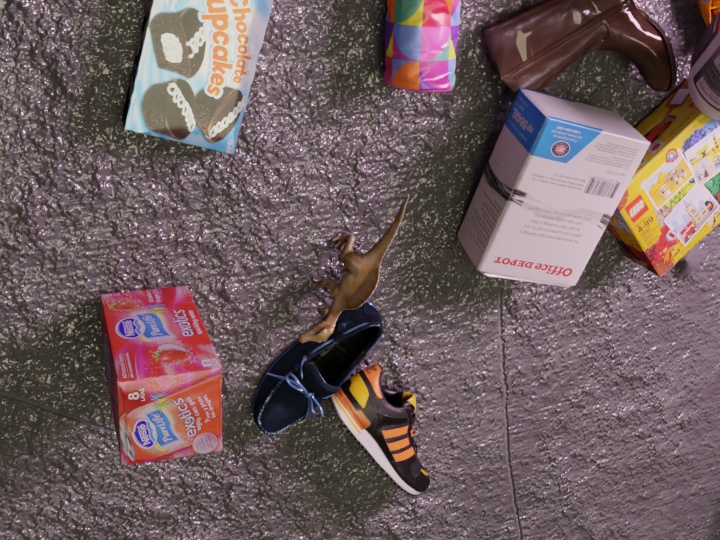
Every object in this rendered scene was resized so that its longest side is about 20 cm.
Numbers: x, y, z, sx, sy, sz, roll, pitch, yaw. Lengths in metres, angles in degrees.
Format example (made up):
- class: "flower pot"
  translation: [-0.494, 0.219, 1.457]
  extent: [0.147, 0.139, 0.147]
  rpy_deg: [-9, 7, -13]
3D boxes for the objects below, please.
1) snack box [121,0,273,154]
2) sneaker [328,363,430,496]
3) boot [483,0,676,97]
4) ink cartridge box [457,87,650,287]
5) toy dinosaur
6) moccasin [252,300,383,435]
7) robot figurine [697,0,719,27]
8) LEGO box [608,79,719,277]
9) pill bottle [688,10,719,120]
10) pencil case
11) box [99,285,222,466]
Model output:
- class: "snack box"
  translation: [-0.159, -0.227, 0.877]
  extent: [0.115, 0.037, 0.202]
  rpy_deg: [10, 106, -25]
- class: "sneaker"
  translation: [0.047, 0.201, 1.107]
  extent: [0.090, 0.070, 0.200]
  rpy_deg: [-40, 117, 1]
- class: "boot"
  translation: [0.251, -0.239, 1.016]
  extent: [0.199, 0.064, 0.187]
  rpy_deg: [-36, 106, -8]
- class: "ink cartridge box"
  translation: [0.219, -0.092, 1.029]
  extent: [0.144, 0.085, 0.202]
  rpy_deg: [8, 121, -24]
- class: "toy dinosaur"
  translation: [0.000, 0.000, 0.992]
  extent: [0.058, 0.101, 0.201]
  rpy_deg: [32, 97, -28]
- class: "moccasin"
  translation: [-0.054, 0.116, 1.035]
  extent: [0.080, 0.068, 0.201]
  rpy_deg: [36, 95, -29]
- class: "robot figurine"
  translation: [0.451, -0.360, 1.020]
  extent: [0.143, 0.058, 0.202]
  rpy_deg: [-9, 121, 19]
- class: "LEGO box"
  translation: [0.399, -0.118, 1.115]
  extent: [0.200, 0.077, 0.149]
  rpy_deg: [-43, 119, -1]
- class: "pill bottle"
  translation: [0.423, -0.231, 0.948]
  extent: [0.114, 0.200, 0.118]
  rpy_deg: [-1, 86, 8]
- class: "pencil case"
  translation: [0.071, -0.289, 0.918]
  extent: [0.087, 0.088, 0.202]
  rpy_deg: [-3, 113, -20]
- class: "box"
  translation: [-0.206, 0.099, 0.894]
  extent: [0.098, 0.200, 0.097]
  rpy_deg: [-6, 114, -19]
